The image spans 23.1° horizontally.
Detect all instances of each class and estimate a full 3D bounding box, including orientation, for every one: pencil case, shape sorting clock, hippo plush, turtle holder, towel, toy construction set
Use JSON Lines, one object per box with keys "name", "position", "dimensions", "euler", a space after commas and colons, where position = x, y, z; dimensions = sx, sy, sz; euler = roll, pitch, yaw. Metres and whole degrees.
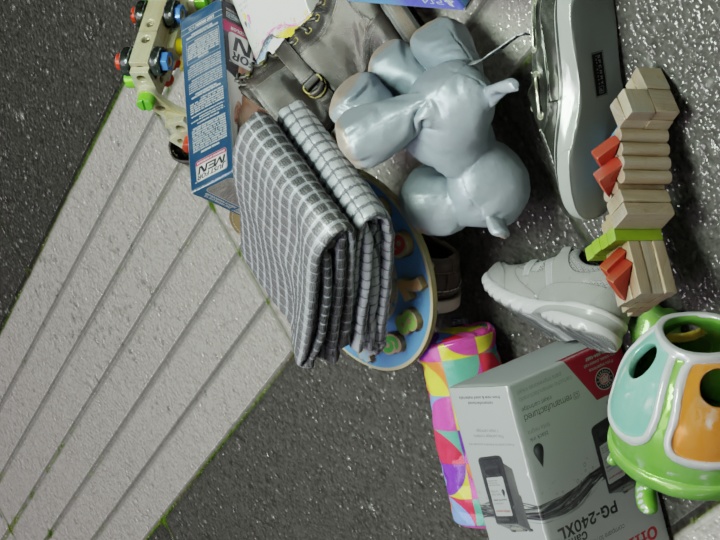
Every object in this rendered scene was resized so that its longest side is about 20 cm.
{"name": "pencil case", "position": [0.106, 0.144, 1.679], "dimensions": [0.088, 0.088, 0.200], "euler": [-1, 106, 54]}
{"name": "shape sorting clock", "position": [0.000, 0.000, 1.659], "dimensions": [0.200, 0.039, 0.200], "euler": [33, 134, 42]}
{"name": "hippo plush", "position": [0.087, -0.119, 1.541], "dimensions": [0.200, 0.159, 0.161], "euler": [-16, 125, 25]}
{"name": "turtle holder", "position": [0.270, 0.099, 1.403], "dimensions": [0.141, 0.186, 0.132], "euler": [6, 116, 18]}
{"name": "towel", "position": [-0.049, -0.026, 1.578], "dimensions": [0.166, 0.086, 0.200], "euler": [52, 152, 34]}
{"name": "toy construction set", "position": [-0.191, -0.212, 1.820], "dimensions": [0.131, 0.092, 0.200], "euler": [67, -165, -54]}

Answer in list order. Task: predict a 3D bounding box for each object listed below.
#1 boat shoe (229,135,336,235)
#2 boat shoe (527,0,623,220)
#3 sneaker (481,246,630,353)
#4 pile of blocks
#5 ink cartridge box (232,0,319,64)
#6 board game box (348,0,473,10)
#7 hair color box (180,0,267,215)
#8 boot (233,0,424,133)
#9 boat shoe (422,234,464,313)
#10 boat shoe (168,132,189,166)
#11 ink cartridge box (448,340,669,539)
{"name": "boat shoe", "position": [-0.091, -0.080, 1.835], "dimensions": [0.072, 0.065, 0.200], "euler": [45, 142, -7]}
{"name": "boat shoe", "position": [0.176, -0.143, 1.454], "dimensions": [0.064, 0.071, 0.200], "euler": [11, 108, 51]}
{"name": "sneaker", "position": [0.181, 0.016, 1.538], "dimensions": [0.075, 0.082, 0.200], "euler": [34, 173, -29]}
{"name": "pile of blocks", "position": [0.206, -0.062, 1.412], "dimensions": [0.082, 0.062, 0.200], "euler": [-175, 85, -65]}
{"name": "ink cartridge box", "position": [-0.048, -0.223, 1.715], "dimensions": [0.116, 0.067, 0.200], "euler": [-27, 84, 55]}
{"name": "board game box", "position": [0.007, -0.318, 1.445], "dimensions": [0.159, 0.097, 0.200], "euler": [15, 155, 51]}
{"name": "hair color box", "position": [-0.120, -0.158, 1.746], "dimensions": [0.061, 0.100, 0.200], "euler": [-23, 60, 32]}
{"name": "boot", "position": [-0.046, -0.221, 1.621], "dimensions": [0.174, 0.069, 0.200], "euler": [-37, 79, 10]}
{"name": "boat shoe", "position": [0.025, -0.028, 1.711], "dimensions": [0.200, 0.072, 0.060], "euler": [36, 131, 41]}
{"name": "boat shoe", "position": [-0.139, -0.141, 1.877], "dimensions": [0.200, 0.073, 0.075], "euler": [-19, 91, 56]}
{"name": "ink cartridge box", "position": [0.177, 0.174, 1.540], "dimensions": [0.083, 0.145, 0.200], "euler": [-7, 101, 53]}
